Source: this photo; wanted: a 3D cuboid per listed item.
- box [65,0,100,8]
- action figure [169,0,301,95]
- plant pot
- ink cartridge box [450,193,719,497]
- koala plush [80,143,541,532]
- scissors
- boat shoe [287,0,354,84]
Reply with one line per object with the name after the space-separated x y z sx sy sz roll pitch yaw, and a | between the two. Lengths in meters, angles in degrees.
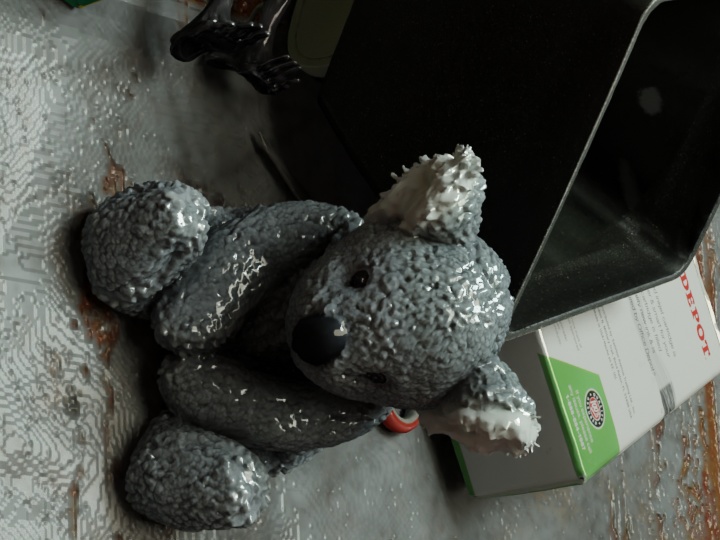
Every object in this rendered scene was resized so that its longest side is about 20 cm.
-0.146 -0.249 1.299 0.117 0.048 0.201 35 54 -40 | box
-0.045 -0.199 1.363 0.119 0.101 0.201 39 52 -55 | action figure
0.097 -0.108 1.362 0.200 0.177 0.200 -18 136 -53 | plant pot
0.123 0.029 1.506 0.200 0.084 0.147 -28 102 -55 | ink cartridge box
-0.004 0.023 1.275 0.183 0.199 0.179 -11 89 -51 | koala plush
0.000 0.000 1.435 0.073 0.014 0.201 -40 109 -46 | scissors
0.020 -0.184 1.457 0.066 0.074 0.200 45 52 -46 | boat shoe
